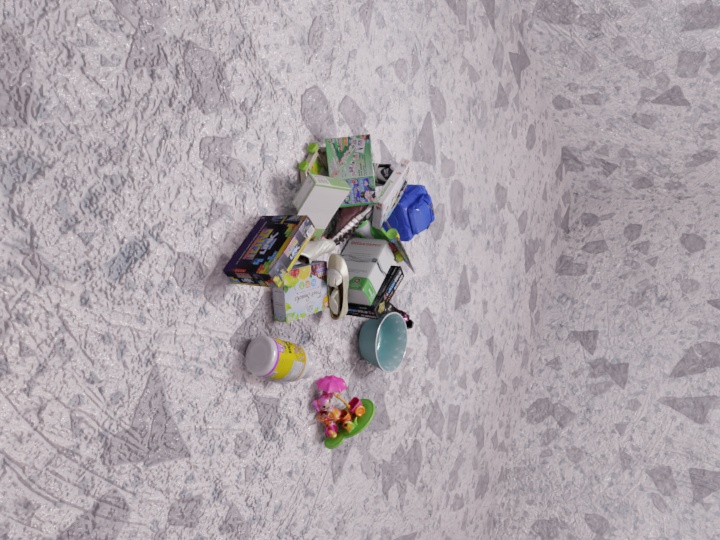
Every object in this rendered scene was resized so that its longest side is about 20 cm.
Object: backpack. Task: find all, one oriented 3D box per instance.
[{"bbox_3d":[0.178,-0.206,2.025,0.200,0.166,0.164,-48,136,-47],"label":"backpack"}]

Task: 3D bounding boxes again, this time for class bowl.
[{"bbox_3d":[0.066,0.237,1.944,0.200,0.104,0.203,-4,95,-54],"label":"bowl"}]

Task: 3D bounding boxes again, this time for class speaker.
[{"bbox_3d":[0.038,-0.122,1.898,0.200,0.088,0.089,48,55,-45],"label":"speaker"}]

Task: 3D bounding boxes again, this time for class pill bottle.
[{"bbox_3d":[-0.209,0.243,1.555,0.199,0.103,0.105,26,71,-53],"label":"pill bottle"}]

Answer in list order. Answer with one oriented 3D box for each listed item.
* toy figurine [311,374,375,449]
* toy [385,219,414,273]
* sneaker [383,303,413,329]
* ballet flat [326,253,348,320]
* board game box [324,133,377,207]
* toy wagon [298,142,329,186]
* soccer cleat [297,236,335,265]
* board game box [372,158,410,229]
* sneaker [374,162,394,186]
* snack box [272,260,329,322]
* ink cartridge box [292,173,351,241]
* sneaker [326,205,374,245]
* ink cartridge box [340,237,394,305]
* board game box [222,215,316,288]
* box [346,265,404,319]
[{"bbox_3d":[-0.082,0.411,1.761,0.200,0.150,0.185,-42,115,-15],"label":"toy figurine"},{"bbox_3d":[0.114,-0.066,1.858,0.047,0.116,0.200,-30,148,-4],"label":"toy"},{"bbox_3d":[0.128,0.158,2.045,0.200,0.083,0.077,33,65,-51],"label":"sneaker"},{"bbox_3d":[-0.068,0.052,1.691,0.062,0.067,0.202,-40,128,-60],"label":"ballet flat"},{"bbox_3d":[-0.027,-0.290,1.688,0.029,0.133,0.202,-69,154,-77],"label":"board game box"},{"bbox_3d":[-0.128,-0.267,1.691,0.155,0.039,0.201,50,54,-44],"label":"toy wagon"},{"bbox_3d":[-0.144,-0.053,1.650,0.199,0.069,0.078,-2,68,-49],"label":"soccer cleat"},{"bbox_3d":[0.097,-0.241,1.816,0.201,0.034,0.127,-58,165,-31],"label":"board game box"},{"bbox_3d":[0.044,-0.319,1.852,0.199,0.129,0.080,25,70,-53],"label":"sneaker"},{"bbox_3d":[-0.167,0.056,1.643,0.199,0.053,0.144,-17,108,-55],"label":"snack box"},{"bbox_3d":[-0.131,-0.172,1.625,0.145,0.048,0.200,-1,136,-49],"label":"ink cartridge box"},{"bbox_3d":[-0.060,-0.166,1.778,0.200,0.116,0.076,-41,170,-11],"label":"sneaker"},{"bbox_3d":[0.000,0.000,1.798,0.201,0.145,0.083,-61,141,-31],"label":"ink cartridge box"},{"bbox_3d":[-0.228,-0.053,1.453,0.201,0.164,0.057,-61,138,-32],"label":"board game box"},{"bbox_3d":[0.029,0.061,1.832,0.201,0.158,0.046,-57,138,-36],"label":"box"}]
